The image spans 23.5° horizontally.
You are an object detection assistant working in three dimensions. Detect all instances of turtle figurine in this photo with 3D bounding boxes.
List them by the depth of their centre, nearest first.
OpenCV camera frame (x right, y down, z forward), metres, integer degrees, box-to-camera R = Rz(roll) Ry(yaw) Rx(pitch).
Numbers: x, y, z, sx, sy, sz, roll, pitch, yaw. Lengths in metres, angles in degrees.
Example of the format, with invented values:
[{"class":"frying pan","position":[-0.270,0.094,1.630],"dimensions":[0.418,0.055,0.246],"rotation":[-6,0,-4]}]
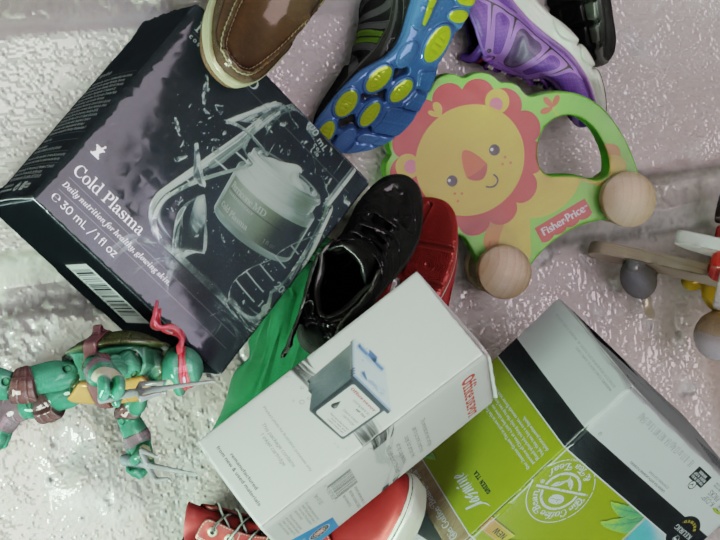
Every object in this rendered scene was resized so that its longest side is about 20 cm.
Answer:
[{"class":"turtle figurine","position":[-0.187,0.092,1.265],"dimensions":[0.150,0.198,0.101],"rotation":[69,18,-52]}]

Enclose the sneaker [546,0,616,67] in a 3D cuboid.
[{"class":"sneaker","position":[0.206,-0.282,1.528],"dimensions":[0.079,0.075,0.202],"rotation":[-14,97,-28]}]

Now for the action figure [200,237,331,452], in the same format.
[{"class":"action figure","position":[-0.047,0.064,1.400],"dimensions":[0.117,0.055,0.202],"rotation":[9,69,14]}]

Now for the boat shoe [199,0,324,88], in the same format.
[{"class":"boat shoe","position":[-0.051,-0.224,1.284],"dimensions":[0.075,0.075,0.203],"rotation":[40,58,-24]}]

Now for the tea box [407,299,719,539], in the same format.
[{"class":"tea box","position":[0.173,0.171,1.423],"dimensions":[0.197,0.134,0.200],"rotation":[-44,128,8]}]

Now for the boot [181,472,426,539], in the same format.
[{"class":"boot","position":[-0.055,0.202,1.351],"dimensions":[0.144,0.073,0.200],"rotation":[36,119,-19]}]

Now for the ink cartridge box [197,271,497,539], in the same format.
[{"class":"ink cartridge box","position":[-0.005,0.110,1.261],"dimensions":[0.200,0.147,0.086],"rotation":[-39,72,-7]}]

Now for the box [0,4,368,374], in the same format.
[{"class":"box","position":[-0.138,-0.059,1.328],"dimensions":[0.200,0.124,0.197],"rotation":[44,70,-20]}]

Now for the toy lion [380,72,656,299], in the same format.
[{"class":"toy lion","position":[0.125,-0.089,1.475],"dimensions":[0.199,0.069,0.193],"rotation":[-29,100,-3]}]

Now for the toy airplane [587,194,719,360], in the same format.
[{"class":"toy airplane","position":[0.328,0.014,1.528],"dimensions":[0.198,0.200,0.142],"rotation":[4,105,-29]}]

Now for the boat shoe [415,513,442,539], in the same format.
[{"class":"boat shoe","position":[0.004,0.216,1.437],"dimensions":[0.199,0.070,0.066],"rotation":[22,117,-26]}]

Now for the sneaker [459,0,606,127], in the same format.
[{"class":"sneaker","position":[0.134,-0.194,1.505],"dimensions":[0.083,0.081,0.200],"rotation":[-46,104,-1]}]

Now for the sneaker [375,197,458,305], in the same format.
[{"class":"sneaker","position":[0.043,0.047,1.446],"dimensions":[0.078,0.116,0.202],"rotation":[14,77,19]}]

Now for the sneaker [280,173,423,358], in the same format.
[{"class":"sneaker","position":[-0.003,-0.002,1.340],"dimensions":[0.060,0.104,0.201],"rotation":[29,73,5]}]

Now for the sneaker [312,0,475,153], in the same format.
[{"class":"sneaker","position":[0.026,-0.184,1.439],"dimensions":[0.071,0.083,0.200],"rotation":[31,93,-30]}]
